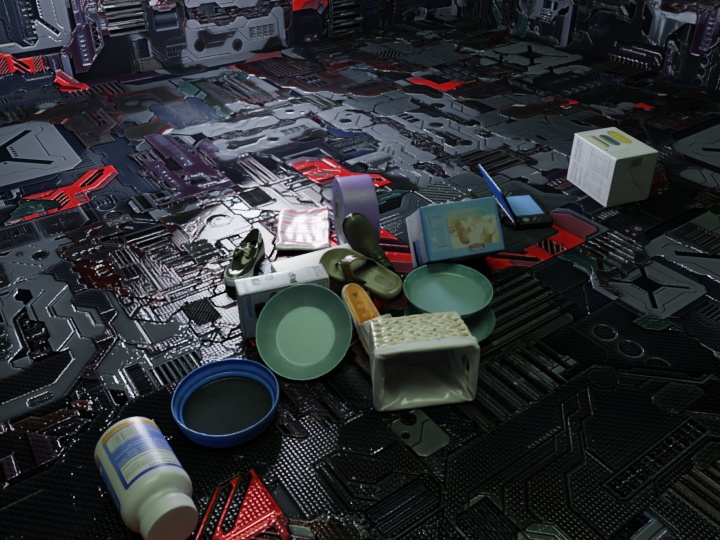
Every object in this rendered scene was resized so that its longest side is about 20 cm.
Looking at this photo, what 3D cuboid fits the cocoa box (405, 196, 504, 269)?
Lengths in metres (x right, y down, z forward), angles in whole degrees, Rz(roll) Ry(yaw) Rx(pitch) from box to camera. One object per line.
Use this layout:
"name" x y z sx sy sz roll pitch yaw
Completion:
"cocoa box" 0.226 -0.089 1.590 0.196 0.136 0.131 -9 -6 -13

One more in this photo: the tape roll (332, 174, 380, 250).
"tape roll" -0.013 -0.133 1.637 0.083 0.203 0.201 -7 34 -11

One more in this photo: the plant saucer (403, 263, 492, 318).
"plant saucer" 0.193 0.049 1.460 0.196 0.028 0.202 -1 34 0

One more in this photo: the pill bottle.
"pill bottle" -0.329 0.331 1.023 0.111 0.114 0.199 -22 40 -30

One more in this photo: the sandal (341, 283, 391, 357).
"sandal" 0.025 0.102 1.353 0.078 0.060 0.208 -20 65 -30

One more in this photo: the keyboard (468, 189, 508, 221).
"keyboard" 0.343 -0.171 1.773 0.126 0.021 0.200 39 12 10

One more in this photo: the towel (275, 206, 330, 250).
"towel" -0.153 -0.114 1.764 0.143 0.030 0.201 -2 34 -2

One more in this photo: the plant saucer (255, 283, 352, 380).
"plant saucer" -0.113 0.128 1.341 0.196 0.039 0.205 -2 66 4

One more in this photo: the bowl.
"bowl" -0.247 0.244 1.218 0.196 0.040 0.202 0 33 0

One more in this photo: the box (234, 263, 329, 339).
"box" -0.164 0.065 1.415 0.196 0.119 0.060 -10 31 -17

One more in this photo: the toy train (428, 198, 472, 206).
"toy train" 0.252 -0.123 1.738 0.196 0.086 0.115 -11 48 -21

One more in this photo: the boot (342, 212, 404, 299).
"boot" 0.039 -0.034 1.501 0.067 0.201 0.131 -36 37 -6

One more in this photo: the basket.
"basket" 0.113 0.168 1.249 0.195 0.138 0.124 -5 29 -6

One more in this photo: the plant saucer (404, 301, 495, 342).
"plant saucer" 0.193 0.109 1.431 0.196 0.028 0.202 1 34 0

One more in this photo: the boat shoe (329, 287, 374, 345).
"boat shoe" -0.019 0.092 1.425 0.070 0.064 0.201 15 38 18

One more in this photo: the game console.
"game console" 0.431 -0.215 1.834 0.167 0.120 0.201 -6 34 -9

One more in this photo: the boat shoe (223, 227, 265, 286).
"boat shoe" -0.287 -0.036 1.615 0.069 0.065 0.201 5 34 8

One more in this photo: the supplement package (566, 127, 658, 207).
"supplement package" 0.737 -0.308 1.941 0.149 0.153 0.201 -11 35 -16

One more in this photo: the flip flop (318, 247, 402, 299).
"flip flop" 0.000 0.000 1.429 0.197 0.058 0.082 26 73 20

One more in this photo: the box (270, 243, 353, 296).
"box" -0.101 0.015 1.514 0.197 0.096 0.078 -17 37 -21
